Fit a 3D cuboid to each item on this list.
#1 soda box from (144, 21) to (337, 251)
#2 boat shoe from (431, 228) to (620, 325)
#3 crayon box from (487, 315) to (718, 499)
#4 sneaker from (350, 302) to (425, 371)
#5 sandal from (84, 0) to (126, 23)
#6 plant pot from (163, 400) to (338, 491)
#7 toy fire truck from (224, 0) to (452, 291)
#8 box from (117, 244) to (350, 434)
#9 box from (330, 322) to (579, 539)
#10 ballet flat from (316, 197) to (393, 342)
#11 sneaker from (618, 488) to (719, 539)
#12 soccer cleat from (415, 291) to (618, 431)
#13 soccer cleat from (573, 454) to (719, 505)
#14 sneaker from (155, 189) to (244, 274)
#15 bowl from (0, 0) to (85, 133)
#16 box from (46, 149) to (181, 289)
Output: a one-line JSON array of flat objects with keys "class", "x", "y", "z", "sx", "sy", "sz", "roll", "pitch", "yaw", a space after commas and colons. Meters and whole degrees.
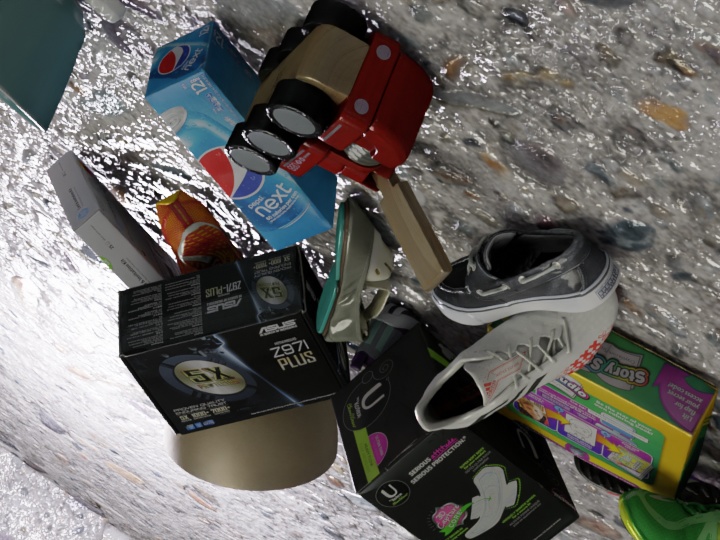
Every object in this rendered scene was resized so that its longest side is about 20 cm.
[{"class": "soda box", "x": -0.099, "y": -0.112, "z": 1.491, "sx": 0.064, "sy": 0.068, "sz": 0.200, "roll": -22, "pitch": 129, "yaw": 24}, {"class": "boat shoe", "x": 0.120, "y": -0.002, "z": 1.427, "sx": 0.068, "sy": 0.072, "sz": 0.199, "roll": 44, "pitch": 155, "yaw": -28}, {"class": "crayon box", "x": 0.210, "y": 0.112, "z": 1.554, "sx": 0.199, "sy": 0.058, "sz": 0.173, "roll": 28, "pitch": 157, "yaw": 17}, {"class": "sneaker", "x": 0.044, "y": 0.119, "z": 1.772, "sx": 0.074, "sy": 0.088, "sz": 0.200, "roll": 15, "pitch": 151, "yaw": 40}, {"class": "sandal", "x": -0.249, "y": -0.276, "z": 1.429, "sx": 0.082, "sy": 0.050, "sz": 0.203, "roll": 40, "pitch": 177, "yaw": 29}, {"class": "plant pot", "x": -0.118, "y": 0.135, "z": 1.952, "sx": 0.199, "sy": 0.200, "sz": 0.136, "roll": 22, "pitch": 119, "yaw": 30}, {"class": "toy fire truck", "x": 0.009, "y": -0.090, "z": 1.360, "sx": 0.199, "sy": 0.129, "sz": 0.176, "roll": 27, "pitch": 160, "yaw": -14}, {"class": "box", "x": -0.128, "y": 0.074, "z": 1.792, "sx": 0.198, "sy": 0.087, "sz": 0.164, "roll": -14, "pitch": 142, "yaw": 9}, {"class": "box", "x": 0.088, "y": 0.179, "z": 1.675, "sx": 0.200, "sy": 0.124, "sz": 0.149, "roll": 40, "pitch": -163, "yaw": -33}, {"class": "ballet flat", "x": 0.000, "y": 0.000, "z": 1.626, "sx": 0.063, "sy": 0.068, "sz": 0.201, "roll": 5, "pitch": 145, "yaw": -6}, {"class": "sneaker", "x": 0.318, "y": 0.228, "z": 1.552, "sx": 0.199, "sy": 0.074, "sz": 0.084, "roll": 21, "pitch": 118, "yaw": -16}, {"class": "soccer cleat", "x": 0.128, "y": 0.074, "z": 1.447, "sx": 0.199, "sy": 0.085, "sz": 0.069, "roll": -35, "pitch": 84, "yaw": 24}, {"class": "soccer cleat", "x": 0.293, "y": 0.214, "z": 1.649, "sx": 0.199, "sy": 0.069, "sz": 0.073, "roll": 32, "pitch": -174, "yaw": 13}, {"class": "sneaker", "x": -0.164, "y": -0.024, "z": 1.831, "sx": 0.077, "sy": 0.073, "sz": 0.200, "roll": 55, "pitch": 168, "yaw": 25}, {"class": "bowl", "x": -0.317, "y": -0.225, "z": 1.513, "sx": 0.200, "sy": 0.105, "sz": 0.201, "roll": 40, "pitch": 175, "yaw": 4}, {"class": "box", "x": -0.248, "y": -0.022, "z": 1.879, "sx": 0.200, "sy": 0.041, "sz": 0.156, "roll": 51, "pitch": -178, "yaw": -34}]
